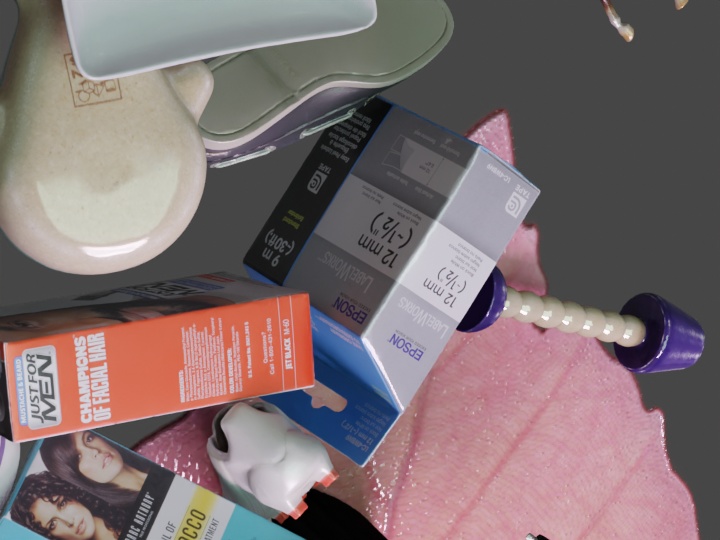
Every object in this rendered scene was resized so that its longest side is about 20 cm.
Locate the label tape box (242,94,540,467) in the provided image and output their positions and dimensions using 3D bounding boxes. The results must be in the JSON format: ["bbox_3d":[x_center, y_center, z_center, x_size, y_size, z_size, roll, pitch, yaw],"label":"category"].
[{"bbox_3d":[0.000,0.000,1.729,0.066,0.143,0.200,36,87,-39],"label":"label tape box"}]

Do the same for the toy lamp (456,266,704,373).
[{"bbox_3d":[0.150,0.032,1.904,0.199,0.058,0.058,14,102,-37],"label":"toy lamp"}]

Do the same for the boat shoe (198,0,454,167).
[{"bbox_3d":[-0.033,-0.119,1.727,0.200,0.073,0.063,-28,167,-27],"label":"boat shoe"}]

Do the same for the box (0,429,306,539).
[{"bbox_3d":[-0.116,0.169,1.697,0.199,0.049,0.082,27,55,-6],"label":"box"}]

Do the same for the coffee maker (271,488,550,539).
[{"bbox_3d":[0.016,0.224,1.809,0.192,0.200,0.135,-38,128,-13],"label":"coffee maker"}]

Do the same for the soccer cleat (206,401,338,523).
[{"bbox_3d":[-0.061,0.116,1.744,0.078,0.200,0.069,45,78,0],"label":"soccer cleat"}]

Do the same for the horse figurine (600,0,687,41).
[{"bbox_3d":[0.187,-0.242,1.802,0.200,0.050,0.133,-44,111,0],"label":"horse figurine"}]

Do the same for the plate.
[{"bbox_3d":[-0.099,-0.217,1.601,0.199,0.032,0.201,-14,91,-31],"label":"plate"}]

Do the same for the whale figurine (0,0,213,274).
[{"bbox_3d":[-0.164,-0.098,1.626,0.159,0.104,0.201,-13,94,-19],"label":"whale figurine"}]

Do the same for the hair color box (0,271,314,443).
[{"bbox_3d":[-0.140,0.048,1.678,0.199,0.111,0.064,-11,102,-30],"label":"hair color box"}]

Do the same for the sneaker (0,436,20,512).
[{"bbox_3d":[-0.294,0.148,1.653,0.201,0.073,0.114,-49,123,-7],"label":"sneaker"}]
